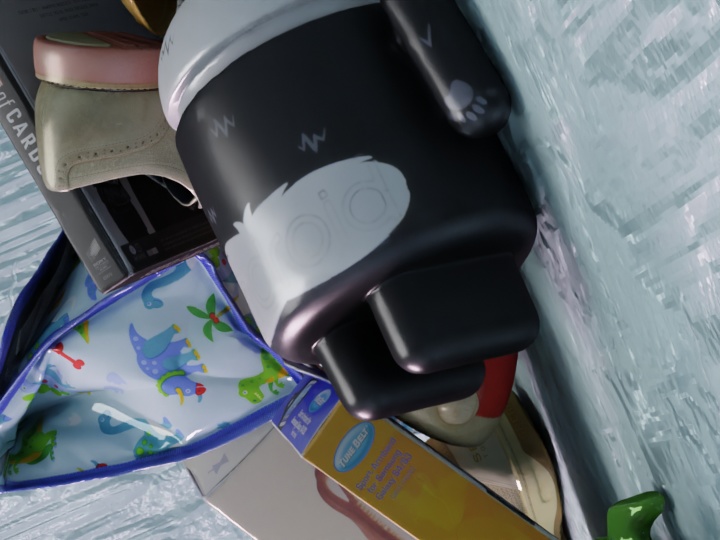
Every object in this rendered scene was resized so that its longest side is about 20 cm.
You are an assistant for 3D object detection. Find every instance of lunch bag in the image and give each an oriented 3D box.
[{"bbox_3d":[-0.120,0.027,1.335,0.127,0.200,0.170,51,-154,-17],"label":"lunch bag"}]

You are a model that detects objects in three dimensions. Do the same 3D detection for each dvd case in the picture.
[{"bbox_3d":[-0.131,-0.093,1.167,0.200,0.025,0.150,59,-156,2],"label":"dvd case"}]

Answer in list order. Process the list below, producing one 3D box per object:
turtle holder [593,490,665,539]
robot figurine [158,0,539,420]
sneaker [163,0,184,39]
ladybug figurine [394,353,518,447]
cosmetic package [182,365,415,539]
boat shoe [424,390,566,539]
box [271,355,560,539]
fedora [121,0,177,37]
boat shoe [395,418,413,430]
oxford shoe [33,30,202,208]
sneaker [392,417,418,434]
[{"bbox_3d":[0.080,0.175,0.995,0.186,0.141,0.132,160,86,-82],"label":"turtle holder"},{"bbox_3d":[-0.003,-0.041,1.019,0.200,0.150,0.125,64,-170,18],"label":"robot figurine"},{"bbox_3d":[-0.082,-0.135,1.280,0.200,0.077,0.076,42,-175,5],"label":"sneaker"},{"bbox_3d":[0.014,0.006,1.150,0.136,0.072,0.200,35,-170,-40],"label":"ladybug figurine"},{"bbox_3d":[-0.001,0.133,1.402,0.200,0.087,0.103,40,-173,-27],"label":"cosmetic package"},{"bbox_3d":[0.072,0.142,1.280,0.201,0.063,0.073,76,169,-50],"label":"boat shoe"},{"bbox_3d":[0.036,0.106,1.138,0.200,0.042,0.119,34,178,-9],"label":"box"},{"bbox_3d":[-0.070,-0.202,1.070,0.201,0.082,0.201,-4,-90,-85],"label":"fedora"},{"bbox_3d":[0.000,0.000,1.283,0.069,0.057,0.200,81,174,-58],"label":"boat shoe"},{"bbox_3d":[-0.063,-0.067,1.127,0.071,0.200,0.074,20,106,53],"label":"oxford shoe"},{"bbox_3d":[0.007,0.022,1.415,0.081,0.077,0.200,40,-169,-47],"label":"sneaker"}]
